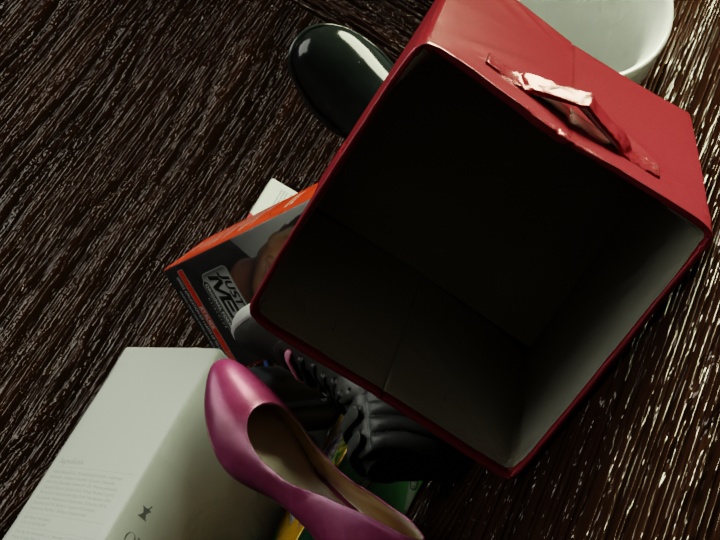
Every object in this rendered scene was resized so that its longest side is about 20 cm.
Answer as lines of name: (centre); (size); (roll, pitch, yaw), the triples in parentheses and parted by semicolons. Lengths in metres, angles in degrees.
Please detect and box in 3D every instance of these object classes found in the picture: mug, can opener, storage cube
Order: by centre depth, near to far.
storage cube: (0.067, -0.034, 0.673); (0.201, 0.170, 0.180); (-56, 5, 28)
mug: (0.151, -0.167, 0.919); (0.199, 0.148, 0.176); (-31, -15, -21)
can opener: (-0.047, 0.090, 0.933); (0.200, 0.067, 0.054); (6, -73, -63)

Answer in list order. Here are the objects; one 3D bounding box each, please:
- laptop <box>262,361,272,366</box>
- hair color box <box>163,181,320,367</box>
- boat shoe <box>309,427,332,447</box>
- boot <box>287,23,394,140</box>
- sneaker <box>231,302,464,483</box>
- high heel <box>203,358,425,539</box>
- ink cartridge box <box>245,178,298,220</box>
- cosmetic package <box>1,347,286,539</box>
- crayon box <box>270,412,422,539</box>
laptop: (-0.121, 0.187, 1.349); (0.201, 0.103, 0.177); (-60, -10, -16)
hair color box: (-0.050, 0.001, 0.928); (0.199, 0.102, 0.061); (-24, 11, 41)
boat shoe: (-0.074, 0.208, 1.223); (0.201, 0.070, 0.066); (-57, 23, -17)
boot: (0.031, -0.108, 0.897); (0.073, 0.199, 0.162); (-41, 10, -4)
sneaker: (-0.010, 0.078, 0.791); (0.071, 0.198, 0.100); (63, -138, -53)
high heel: (-0.031, 0.116, 0.755); (0.096, 0.067, 0.201); (-54, 51, 35)
ink cartridge box: (-0.045, 0.017, 1.288); (0.084, 0.199, 0.145); (-58, 4, 42)
cosmetic package: (-0.132, 0.197, 0.927); (0.122, 0.200, 0.201); (-4, 47, 41)
crayon box: (-0.001, 0.151, 0.866); (0.201, 0.058, 0.119); (-60, 5, -19)
